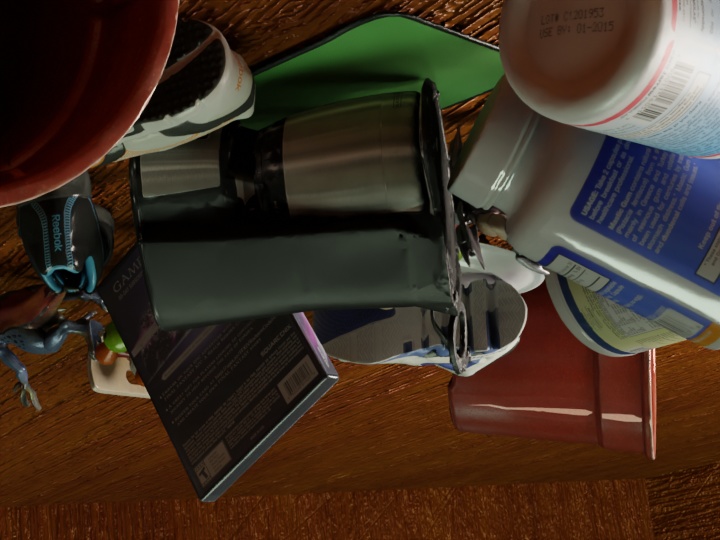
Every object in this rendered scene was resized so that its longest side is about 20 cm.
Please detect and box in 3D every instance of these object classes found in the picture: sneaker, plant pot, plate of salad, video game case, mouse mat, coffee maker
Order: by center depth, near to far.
[{"bbox_3d":[-0.206,-0.109,0.644,0.199,0.203,0.195,3,172,-34],"label":"plant pot"},{"bbox_3d":[-0.152,-0.090,0.954,0.198,0.074,0.080,-11,167,21],"label":"sneaker"},{"bbox_3d":[-0.039,-0.017,1.024,0.198,0.194,0.135,-6,-177,9],"label":"coffee maker"},{"bbox_3d":[-0.001,-0.120,1.037,0.199,0.008,0.160,-19,161,39],"label":"mouse mat"},{"bbox_3d":[-0.108,0.043,1.148,0.143,0.201,0.019,-45,148,24],"label":"video game case"},{"bbox_3d":[-0.225,-0.016,1.196,0.072,0.083,0.200,-9,168,-2],"label":"sneaker"},{"bbox_3d":[0.067,-0.009,1.424,0.198,0.049,0.200,5,164,2],"label":"plate of salad"},{"bbox_3d":[0.058,0.060,1.434,0.197,0.081,0.115,-1,161,13],"label":"sneaker"},{"bbox_3d":[0.189,0.083,1.555,0.193,0.203,0.201,-1,167,12],"label":"plant pot"}]

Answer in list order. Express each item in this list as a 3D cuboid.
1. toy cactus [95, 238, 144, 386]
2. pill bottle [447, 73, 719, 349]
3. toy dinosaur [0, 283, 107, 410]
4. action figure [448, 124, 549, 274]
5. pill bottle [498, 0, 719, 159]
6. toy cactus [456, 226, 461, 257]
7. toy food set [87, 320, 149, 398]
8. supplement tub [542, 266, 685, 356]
[{"bbox_3d":[-0.129,0.052,1.290,0.164,0.102,0.200,34,139,0],"label":"toy cactus"},{"bbox_3d":[0.160,-0.042,0.985,0.199,0.113,0.112,27,162,-2],"label":"pill bottle"},{"bbox_3d":[-0.302,0.030,1.386,0.180,0.106,0.201,1,147,15],"label":"toy dinosaur"},{"bbox_3d":[0.133,-0.066,1.088,0.199,0.131,0.069,-22,151,23],"label":"action figure"},{"bbox_3d":[0.178,-0.122,0.894,0.108,0.110,0.199,-19,161,42],"label":"pill bottle"},{"bbox_3d":[0.000,0.000,1.282,0.198,0.103,0.165,-14,158,17],"label":"toy cactus"},{"bbox_3d":[-0.134,0.049,1.428,0.200,0.061,0.143,-39,154,22],"label":"toy food set"},{"bbox_3d":[0.259,-0.020,1.258,0.144,0.146,0.199,6,161,-41],"label":"supplement tub"}]
